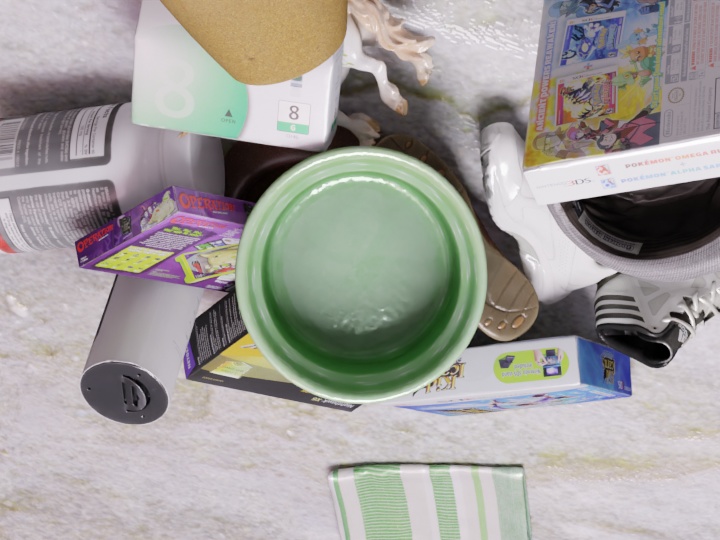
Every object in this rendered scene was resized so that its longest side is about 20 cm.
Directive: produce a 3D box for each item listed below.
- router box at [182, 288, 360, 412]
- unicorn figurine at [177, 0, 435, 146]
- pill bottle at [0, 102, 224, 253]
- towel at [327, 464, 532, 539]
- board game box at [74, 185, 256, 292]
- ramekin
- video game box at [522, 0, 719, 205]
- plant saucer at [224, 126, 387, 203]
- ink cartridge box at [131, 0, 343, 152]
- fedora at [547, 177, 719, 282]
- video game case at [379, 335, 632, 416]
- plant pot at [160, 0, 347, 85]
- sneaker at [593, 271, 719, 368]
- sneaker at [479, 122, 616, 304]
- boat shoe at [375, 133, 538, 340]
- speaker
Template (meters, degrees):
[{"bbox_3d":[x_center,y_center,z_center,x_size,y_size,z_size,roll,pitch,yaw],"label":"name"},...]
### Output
[{"bbox_3d":[-0.037,0.058,1.851,0.199,0.053,0.157,14,143,-39],"label":"router box"},{"bbox_3d":[-0.033,-0.154,1.685,0.137,0.074,0.200,35,118,-10],"label":"unicorn figurine"},{"bbox_3d":[-0.222,-0.080,1.758,0.198,0.116,0.116,-5,134,14],"label":"pill bottle"},{"bbox_3d":[0.072,0.250,2.099,0.198,0.024,0.153,1,134,12],"label":"towel"},{"bbox_3d":[-0.127,-0.023,1.741,0.119,0.033,0.199,-22,160,34],"label":"board game box"},{"bbox_3d":[0.000,0.000,1.665,0.198,0.098,0.202,0,95,-1],"label":"ramekin"},{"bbox_3d":[0.218,-0.143,1.537,0.180,0.201,0.047,-7,135,19],"label":"video game box"},{"bbox_3d":[-0.031,-0.049,1.810,0.198,0.035,0.201,6,136,5],"label":"plant saucer"},{"bbox_3d":[-0.092,-0.200,1.607,0.159,0.050,0.202,9,118,7],"label":"ink cartridge box"},{"bbox_3d":[0.244,-0.087,1.651,0.199,0.090,0.178,-26,104,34],"label":"fedora"},{"bbox_3d":[0.130,0.096,1.833,0.180,0.046,0.200,-6,171,20],"label":"video game case"},{"bbox_3d":[-0.085,-0.237,1.449,0.185,0.187,0.201,-8,128,19],"label":"plant pot"},{"bbox_3d":[0.293,0.034,1.762,0.199,0.116,0.076,-7,133,19],"label":"sneaker"},{"bbox_3d":[0.163,-0.059,1.737,0.099,0.078,0.200,-17,138,16],"label":"sneaker"},{"bbox_3d":[0.071,-0.026,1.752,0.072,0.068,0.201,-39,99,-5],"label":"boat shoe"},{"bbox_3d":[-0.182,0.036,1.807,0.080,0.201,0.082,7,136,6],"label":"speaker"}]
